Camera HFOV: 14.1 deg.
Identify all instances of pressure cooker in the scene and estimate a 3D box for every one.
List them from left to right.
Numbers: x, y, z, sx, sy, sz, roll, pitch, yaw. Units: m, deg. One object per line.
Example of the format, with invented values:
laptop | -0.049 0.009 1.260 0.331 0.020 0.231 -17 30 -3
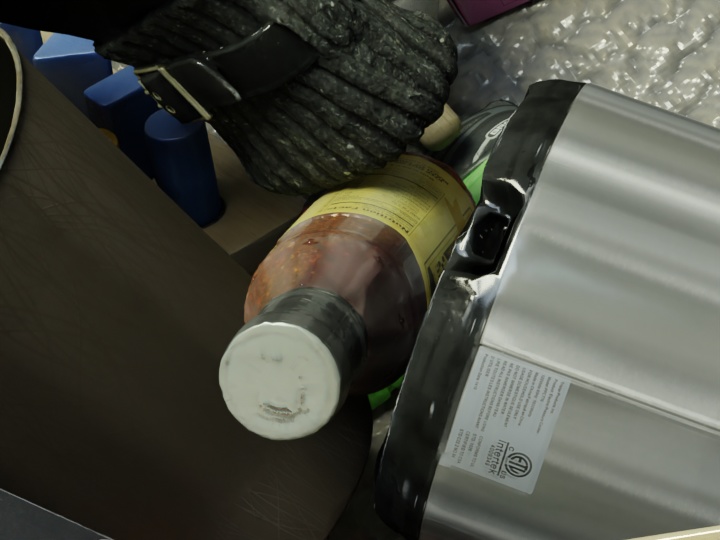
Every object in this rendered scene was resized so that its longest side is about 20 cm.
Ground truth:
pressure cooker | 0.121 0.045 0.986 0.200 0.176 0.179 20 61 8

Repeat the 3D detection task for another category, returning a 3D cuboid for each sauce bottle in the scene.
sauce bottle | -0.004 0.010 1.010 0.066 0.066 0.200 -12 14 18

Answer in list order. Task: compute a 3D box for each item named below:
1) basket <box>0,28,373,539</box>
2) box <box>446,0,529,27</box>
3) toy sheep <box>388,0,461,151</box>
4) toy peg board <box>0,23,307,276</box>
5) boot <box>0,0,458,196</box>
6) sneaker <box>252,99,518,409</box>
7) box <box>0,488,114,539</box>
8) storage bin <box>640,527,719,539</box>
basket | -0.102 0.026 1.038 0.136 0.200 0.180 -50 30 -2
box | 0.099 -0.230 1.244 0.200 0.097 0.176 -24 51 10
toy sheep | -0.033 -0.121 1.142 0.200 0.138 0.138 43 81 7
toy peg board | -0.160 -0.046 1.192 0.199 0.098 0.200 -31 44 -25
boot | -0.079 -0.096 1.052 0.211 0.158 0.079 14 74 54
sneaker | 0.000 0.000 1.161 0.200 0.077 0.084 -29 35 0
box | -0.167 0.149 0.863 0.200 0.132 0.115 -31 47 33
storage bin | 0.063 0.195 0.891 0.198 0.200 0.094 -11 22 17
